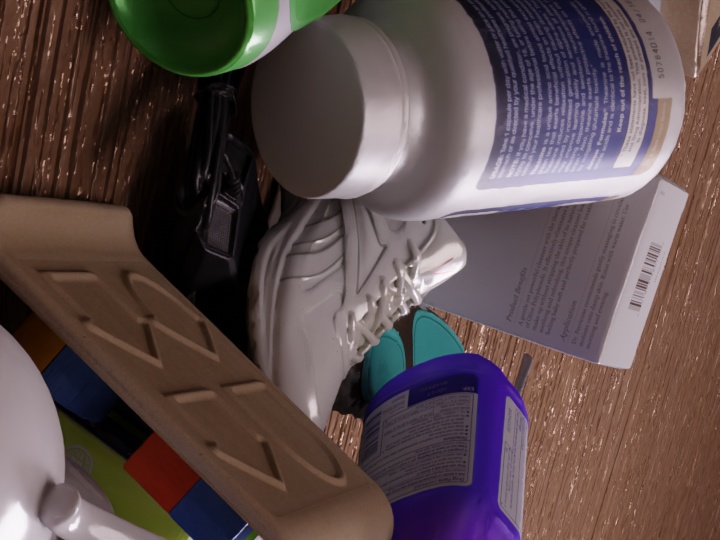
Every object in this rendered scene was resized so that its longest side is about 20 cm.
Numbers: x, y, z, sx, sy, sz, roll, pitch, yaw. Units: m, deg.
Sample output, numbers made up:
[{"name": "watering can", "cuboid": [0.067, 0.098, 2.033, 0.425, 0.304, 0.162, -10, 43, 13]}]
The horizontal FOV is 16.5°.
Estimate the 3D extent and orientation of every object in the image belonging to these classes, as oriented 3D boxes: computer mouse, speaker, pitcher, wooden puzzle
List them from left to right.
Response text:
[{"name": "pitcher", "cuboid": [-0.139, 0.082, 0.918, 0.200, 0.171, 0.122, 61, 42, -68]}, {"name": "wooden puzzle", "cuboid": [-0.077, 0.057, 1.059, 0.046, 0.200, 0.185, -43, 171, 10]}, {"name": "computer mouse", "cuboid": [-0.071, -0.047, 1.199, 0.200, 0.046, 0.141, 82, 15, -63]}, {"name": "speaker", "cuboid": [-0.032, -0.160, 1.107, 0.200, 0.088, 0.089, -48, 152, -49]}]

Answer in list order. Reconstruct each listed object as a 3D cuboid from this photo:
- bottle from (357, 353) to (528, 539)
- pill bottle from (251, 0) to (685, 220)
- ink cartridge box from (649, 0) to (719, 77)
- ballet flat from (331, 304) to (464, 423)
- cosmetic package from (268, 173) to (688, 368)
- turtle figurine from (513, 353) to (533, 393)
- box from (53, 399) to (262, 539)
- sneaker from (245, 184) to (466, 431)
[{"name": "bottle", "cuboid": [0.035, 0.125, 1.169, 0.065, 0.083, 0.200, 51, 26, -28]}, {"name": "pill bottle", "cuboid": [0.050, -0.082, 1.180, 0.200, 0.111, 0.111, -7, 119, -40]}, {"name": "ink cartridge box", "cuboid": [0.119, -0.201, 1.315, 0.165, 0.199, 0.075, -54, 156, -37]}, {"name": "ballet flat", "cuboid": [0.002, 0.047, 1.329, 0.072, 0.072, 0.200, -69, 161, -1]}, {"name": "cosmetic package", "cuboid": [0.061, -0.029, 1.330, 0.108, 0.199, 0.085, -70, 162, 2]}, {"name": "turtle figurine", "cuboid": [0.013, 0.114, 1.413, 0.200, 0.194, 0.144, -41, 121, 5]}, {"name": "box", "cuboid": [-0.102, 0.095, 1.117, 0.048, 0.122, 0.200, -58, 162, 5]}, {"name": "sneaker", "cuboid": [0.000, 0.000, 1.209, 0.078, 0.099, 0.200, 88, 10, -54]}]
